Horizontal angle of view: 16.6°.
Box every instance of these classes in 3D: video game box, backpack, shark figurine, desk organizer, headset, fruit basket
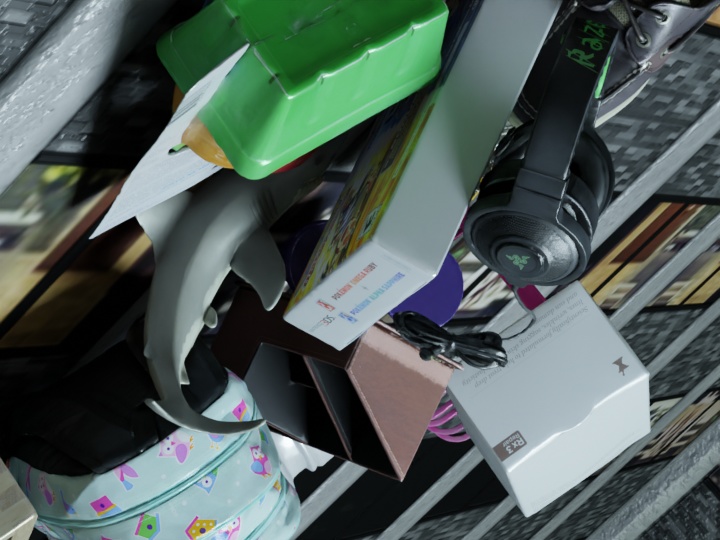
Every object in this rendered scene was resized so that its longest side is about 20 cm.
[{"bbox_3d":[0.036,-0.069,1.332,0.201,0.047,0.182,-65,-174,-20],"label":"video game box"},{"bbox_3d":[-0.118,0.108,1.431,0.167,0.127,0.200,-39,-161,-14],"label":"backpack"},{"bbox_3d":[-0.099,-0.001,1.352,0.128,0.090,0.215,-7,-131,39],"label":"shark figurine"},{"bbox_3d":[-0.026,0.065,1.503,0.077,0.072,0.200,-64,-155,-7],"label":"desk organizer"},{"bbox_3d":[0.080,-0.038,1.276,0.124,0.094,0.201,-60,165,-62],"label":"headset"},{"bbox_3d":[-0.047,-0.098,1.265,0.185,0.094,0.200,-31,177,-27],"label":"fruit basket"}]

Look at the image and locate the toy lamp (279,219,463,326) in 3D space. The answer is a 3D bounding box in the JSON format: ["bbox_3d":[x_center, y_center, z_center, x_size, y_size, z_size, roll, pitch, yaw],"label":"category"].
[{"bbox_3d":[0.000,0.000,1.499,0.058,0.058,0.200,-34,-163,-17],"label":"toy lamp"}]

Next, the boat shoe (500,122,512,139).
[{"bbox_3d":[0.130,-0.150,1.454,0.071,0.064,0.200,36,94,-33],"label":"boat shoe"}]

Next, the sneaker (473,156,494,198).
[{"bbox_3d":[0.069,-0.100,1.531,0.200,0.078,0.082,-39,-169,-19],"label":"sneaker"}]

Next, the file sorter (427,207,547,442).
[{"bbox_3d":[0.056,0.030,1.703,0.125,0.139,0.200,-39,164,3],"label":"file sorter"}]

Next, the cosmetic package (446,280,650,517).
[{"bbox_3d":[0.125,0.088,1.619,0.113,0.081,0.200,-34,163,-4],"label":"cosmetic package"}]

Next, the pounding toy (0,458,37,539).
[{"bbox_3d":[-0.261,0.113,1.272,0.184,0.142,0.200,-34,174,-18],"label":"pounding toy"}]

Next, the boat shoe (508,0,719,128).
[{"bbox_3d":[0.155,-0.150,1.343,0.200,0.072,0.065,-40,171,-11],"label":"boat shoe"}]

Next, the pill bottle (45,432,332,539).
[{"bbox_3d":[-0.113,0.140,1.656,0.200,0.120,0.120,-37,164,-9],"label":"pill bottle"}]
